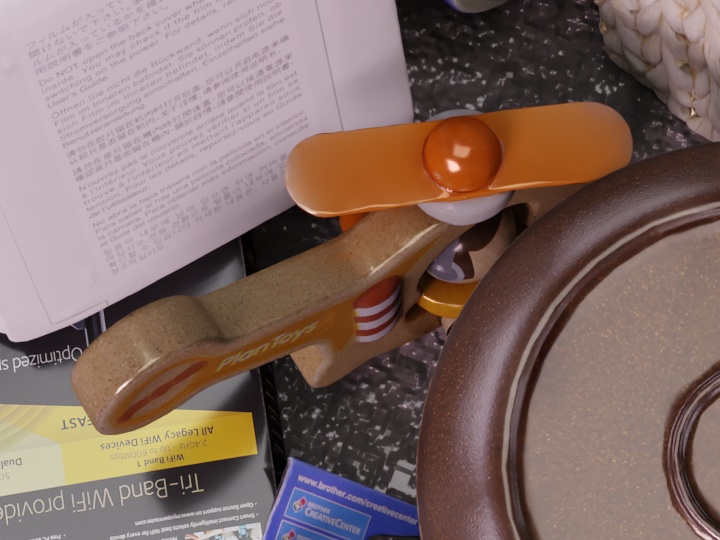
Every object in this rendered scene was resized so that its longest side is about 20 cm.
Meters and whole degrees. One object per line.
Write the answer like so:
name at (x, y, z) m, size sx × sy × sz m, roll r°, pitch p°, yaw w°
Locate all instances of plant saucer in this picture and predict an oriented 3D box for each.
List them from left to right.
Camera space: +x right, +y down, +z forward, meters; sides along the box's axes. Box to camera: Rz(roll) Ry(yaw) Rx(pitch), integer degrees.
plant saucer at (0.114, 0.055, 0.804) m, size 0.199 × 0.032 × 0.201 m, roll -1°, pitch 76°, yaw 4°

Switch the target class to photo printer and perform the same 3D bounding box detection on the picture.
photo printer at (-0.069, -0.077, 0.844) m, size 0.166 × 0.200 × 0.070 m, roll -29°, pitch 62°, yaw -8°

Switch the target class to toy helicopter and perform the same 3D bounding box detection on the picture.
toy helicopter at (0.000, 0.000, 0.871) m, size 0.199 × 0.132 × 0.079 m, roll -23°, pitch 71°, yaw -37°

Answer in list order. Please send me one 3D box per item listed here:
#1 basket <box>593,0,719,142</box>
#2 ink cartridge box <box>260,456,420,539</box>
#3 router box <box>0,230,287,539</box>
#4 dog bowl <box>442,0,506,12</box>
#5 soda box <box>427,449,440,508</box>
basket at (0.149, -0.111, 0.889) m, size 0.123 × 0.200 × 0.136 m, roll 36°, pitch 80°, yaw 19°
ink cartridge box at (0.004, 0.169, 0.876) m, size 0.119 × 0.042 × 0.201 m, roll 23°, pitch 73°, yaw -27°
router box at (-0.123, 0.069, 0.935) m, size 0.199 × 0.052 × 0.158 m, roll -9°, pitch 75°, yaw 2°
dog bowl at (0.064, -0.182, 0.910) m, size 0.079 × 0.200 × 0.200 m, roll 40°, pitch 82°, yaw 11°
soda box at (0.124, 0.072, 0.846) m, size 0.199 × 0.063 × 0.071 m, roll -12°, pitch 74°, yaw 2°
